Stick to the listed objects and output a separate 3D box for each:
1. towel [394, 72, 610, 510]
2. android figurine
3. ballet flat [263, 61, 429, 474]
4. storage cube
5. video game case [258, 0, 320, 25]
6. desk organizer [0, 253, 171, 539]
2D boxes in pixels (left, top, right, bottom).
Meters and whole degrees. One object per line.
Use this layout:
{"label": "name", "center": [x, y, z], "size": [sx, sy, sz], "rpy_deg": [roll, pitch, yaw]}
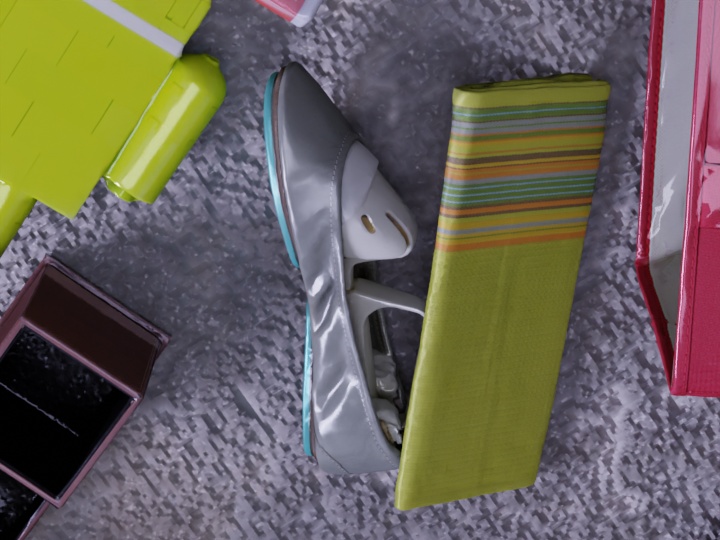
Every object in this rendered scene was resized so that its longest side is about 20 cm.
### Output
{"label": "towel", "center": [0.061, 0.010, 1.078], "size": [0.086, 0.018, 0.201], "rpy_deg": [-6, 113, -36]}
{"label": "android figurine", "center": [-0.142, -0.104, 1.032], "size": [0.182, 0.041, 0.200], "rpy_deg": [32, 98, -27]}
{"label": "ballet flat", "center": [0.000, 0.000, 1.073], "size": [0.063, 0.067, 0.201], "rpy_deg": [1, 115, 14]}
{"label": "storage cube", "center": [0.214, -0.055, 0.994], "size": [0.179, 0.171, 0.201], "rpy_deg": [3, 108, 0]}
{"label": "video game case", "center": [-0.074, -0.213, 0.991], "size": [0.200, 0.017, 0.143], "rpy_deg": [30, 80, -9]}
{"label": "desk organizer", "center": [-0.176, 0.100, 1.106], "size": [0.072, 0.077, 0.200], "rpy_deg": [35, 106, -9]}
